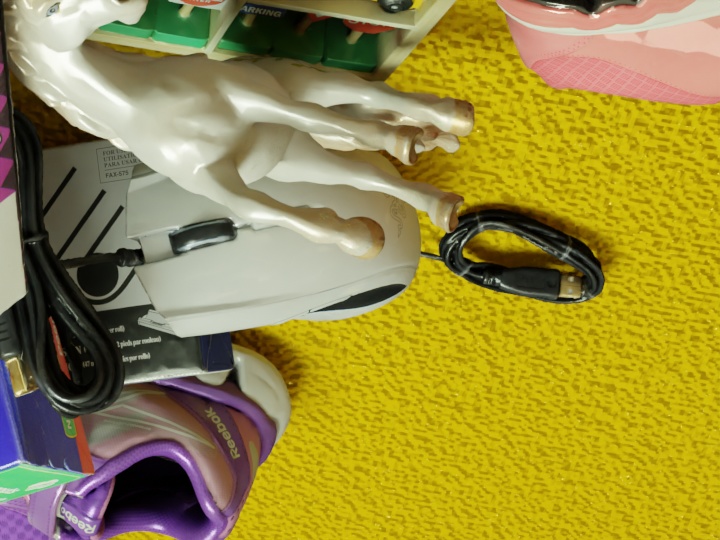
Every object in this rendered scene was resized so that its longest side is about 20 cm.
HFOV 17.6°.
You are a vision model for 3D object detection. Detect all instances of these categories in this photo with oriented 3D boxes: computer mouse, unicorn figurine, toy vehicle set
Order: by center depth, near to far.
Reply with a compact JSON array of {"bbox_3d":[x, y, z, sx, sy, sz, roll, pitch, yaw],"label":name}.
[{"bbox_3d":[-0.040,-0.054,0.765,0.137,0.074,0.200,21,175,16],"label":"unicorn figurine"},{"bbox_3d":[-0.065,-0.112,0.777,0.199,0.027,0.124,8,159,-17],"label":"toy vehicle set"},{"bbox_3d":[-0.049,-0.015,0.846,0.200,0.110,0.044,-11,171,-38],"label":"computer mouse"},{"bbox_3d":[0.000,0.000,0.941,0.199,0.034,0.059,3,137,0],"label":"computer mouse"}]

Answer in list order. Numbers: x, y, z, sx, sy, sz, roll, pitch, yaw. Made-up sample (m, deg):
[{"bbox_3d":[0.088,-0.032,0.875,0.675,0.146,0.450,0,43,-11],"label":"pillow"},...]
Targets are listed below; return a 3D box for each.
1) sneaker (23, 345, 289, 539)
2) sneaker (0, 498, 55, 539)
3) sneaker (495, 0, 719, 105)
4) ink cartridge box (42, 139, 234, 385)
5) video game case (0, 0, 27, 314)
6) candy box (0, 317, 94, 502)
[{"bbox_3d":[-0.130,0.068,0.973,0.200,0.089,0.081,11,138,-7],"label":"sneaker"},{"bbox_3d":[-0.163,0.167,1.094,0.080,0.089,0.200,5,136,1],"label":"sneaker"},{"bbox_3d":[0.145,-0.097,0.814,0.200,0.074,0.087,1,151,9],"label":"sneaker"},{"bbox_3d":[-0.155,0.006,0.911,0.199,0.094,0.044,-9,178,13],"label":"ink cartridge box"},{"bbox_3d":[-0.198,-0.090,0.744,0.200,0.036,0.182,23,133,25],"label":"video game case"},{"bbox_3d":[-0.219,0.021,0.862,0.200,0.170,0.077,-17,170,13],"label":"candy box"}]
